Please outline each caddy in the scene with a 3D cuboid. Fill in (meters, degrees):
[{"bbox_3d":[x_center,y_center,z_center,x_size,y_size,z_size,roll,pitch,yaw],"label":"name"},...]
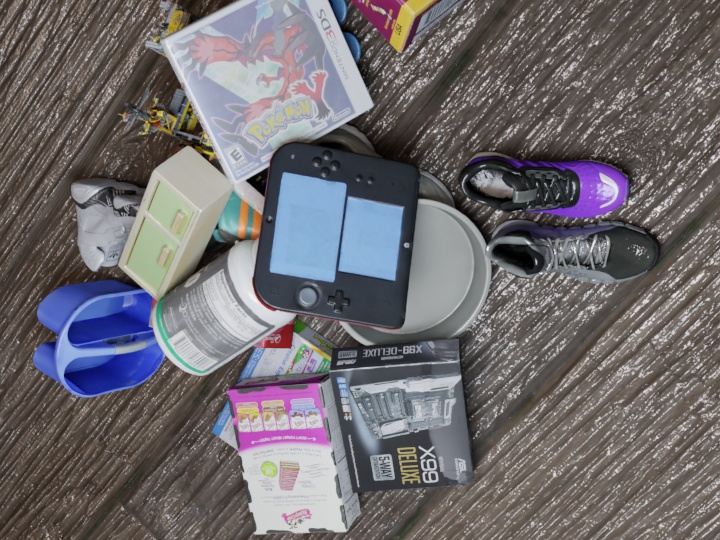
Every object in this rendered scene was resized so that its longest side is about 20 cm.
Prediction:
[{"bbox_3d":[-0.340,0.091,1.520,0.105,0.200,0.142,18,107,35],"label":"caddy"}]

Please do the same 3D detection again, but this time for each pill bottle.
[{"bbox_3d":[-0.145,0.034,1.362,0.200,0.113,0.113,-33,88,25],"label":"pill bottle"}]

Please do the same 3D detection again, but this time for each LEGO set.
[{"bbox_3d":[-0.195,-0.229,1.340,0.154,0.116,0.200,29,94,37],"label":"LEGO set"}]

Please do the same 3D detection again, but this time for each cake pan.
[{"bbox_3d":[0.057,0.004,1.371,0.200,0.037,0.200,-3,111,-9],"label":"cake pan"}]

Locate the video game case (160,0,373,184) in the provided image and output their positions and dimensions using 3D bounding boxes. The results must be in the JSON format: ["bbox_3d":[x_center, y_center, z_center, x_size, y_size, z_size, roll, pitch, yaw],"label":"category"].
[{"bbox_3d":[-0.102,-0.224,1.298,0.200,0.023,0.182,-32,111,-18],"label":"video game case"}]

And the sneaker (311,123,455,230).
[{"bbox_3d":[0.021,-0.106,1.386,0.200,0.092,0.076,32,110,10],"label":"sneaker"}]

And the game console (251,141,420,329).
[{"bbox_3d":[-0.026,-0.041,1.280,0.177,0.031,0.200,9,75,-6],"label":"game console"}]

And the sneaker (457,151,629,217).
[{"bbox_3d":[0.206,-0.092,1.312,0.200,0.100,0.070,7,106,20],"label":"sneaker"}]

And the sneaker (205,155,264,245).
[{"bbox_3d":[-0.136,-0.053,1.412,0.200,0.071,0.080,42,91,-7],"label":"sneaker"}]

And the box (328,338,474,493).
[{"bbox_3d":[0.054,0.182,1.403,0.158,0.050,0.200,-4,122,7],"label":"box"}]

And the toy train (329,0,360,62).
[{"bbox_3d":[-0.078,-0.308,1.389,0.114,0.087,0.200,-14,96,29],"label":"toy train"}]

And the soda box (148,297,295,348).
[{"bbox_3d":[-0.182,0.056,1.488,0.200,0.063,0.070,7,89,33],"label":"soda box"}]

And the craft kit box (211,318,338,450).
[{"bbox_3d":[-0.074,0.188,1.514,0.197,0.049,0.200,35,111,14],"label":"craft kit box"}]

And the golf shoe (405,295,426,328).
[{"bbox_3d":[0.000,0.000,1.418,0.078,0.094,0.200,-44,85,22],"label":"golf shoe"}]

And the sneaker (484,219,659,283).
[{"bbox_3d":[0.238,-0.014,1.309,0.200,0.115,0.075,3,102,21],"label":"sneaker"}]

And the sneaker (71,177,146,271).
[{"bbox_3d":[-0.316,-0.054,1.525,0.200,0.075,0.115,18,113,39],"label":"sneaker"}]

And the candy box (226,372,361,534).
[{"bbox_3d":[-0.085,0.238,1.474,0.136,0.061,0.200,-6,99,22],"label":"candy box"}]

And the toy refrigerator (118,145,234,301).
[{"bbox_3d":[-0.227,-0.051,1.365,0.076,0.070,0.200,41,139,6],"label":"toy refrigerator"}]

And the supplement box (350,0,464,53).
[{"bbox_3d":[0.031,-0.373,1.292,0.131,0.103,0.200,-40,84,-15],"label":"supplement box"}]

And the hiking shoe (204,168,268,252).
[{"bbox_3d":[-0.177,-0.101,1.460,0.076,0.101,0.200,32,111,12],"label":"hiking shoe"}]
